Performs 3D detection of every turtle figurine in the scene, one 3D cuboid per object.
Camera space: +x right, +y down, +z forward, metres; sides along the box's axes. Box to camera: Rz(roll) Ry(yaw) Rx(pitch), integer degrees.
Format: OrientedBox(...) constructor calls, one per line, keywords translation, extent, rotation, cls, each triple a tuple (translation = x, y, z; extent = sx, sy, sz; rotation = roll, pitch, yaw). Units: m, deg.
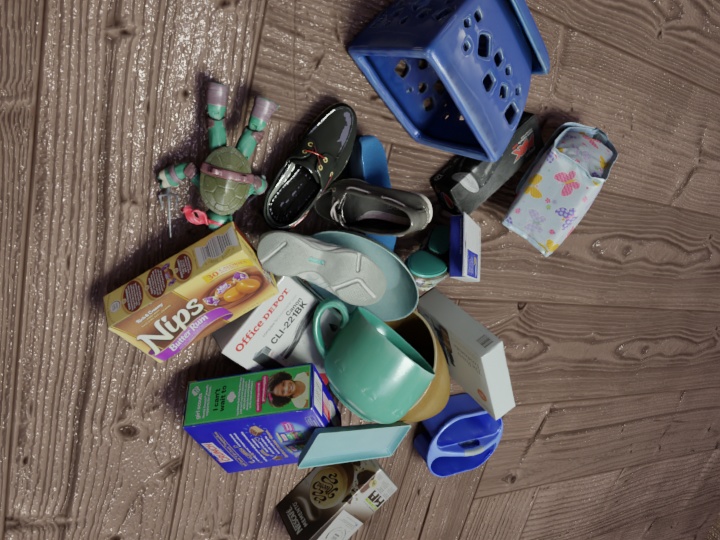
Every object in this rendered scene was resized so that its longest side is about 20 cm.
OrientedBox(translation=(-0.174, -0.127, 0.764), extent=(0.146, 0.100, 0.206), rotation=(10, 101, -36), cls="turtle figurine")

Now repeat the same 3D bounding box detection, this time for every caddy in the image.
OrientedBox(translation=(0.204, 0.340, 1.210), extent=(0.194, 0.105, 0.146), rotation=(-3, 115, -31), cls="caddy")

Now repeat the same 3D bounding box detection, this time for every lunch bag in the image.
OrientedBox(translation=(0.348, -0.151, 1.030), extent=(0.199, 0.126, 0.172), rotation=(-39, 162, -47), cls="lunch bag")

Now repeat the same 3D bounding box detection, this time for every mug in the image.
OrientedBox(translation=(0.008, 0.138, 0.877), extent=(0.116, 0.184, 0.152), rotation=(-51, 153, 4), cls="mug")

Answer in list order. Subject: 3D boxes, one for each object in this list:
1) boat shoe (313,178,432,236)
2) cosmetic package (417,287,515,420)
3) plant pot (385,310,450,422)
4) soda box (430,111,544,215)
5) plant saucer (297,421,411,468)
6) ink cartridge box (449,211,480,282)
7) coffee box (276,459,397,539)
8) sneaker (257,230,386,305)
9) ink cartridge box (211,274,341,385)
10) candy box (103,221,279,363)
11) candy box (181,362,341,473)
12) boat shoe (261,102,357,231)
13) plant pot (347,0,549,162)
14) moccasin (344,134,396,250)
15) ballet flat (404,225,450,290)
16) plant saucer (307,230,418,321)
OrientedBox(translation=(0.004, -0.087, 0.828), extent=(0.057, 0.195, 0.069), rotation=(-34, 126, -51), cls="boat shoe")
OrientedBox(translation=(0.182, 0.143, 1.045), extent=(0.051, 0.200, 0.154), rotation=(-31, 125, -13), cls="cosmetic package")
OrientedBox(translation=(0.081, 0.186, 1.035), extent=(0.188, 0.186, 0.200), rotation=(-49, 143, -1), cls="plant pot")
OrientedBox(translation=(0.215, -0.182, 0.999), extent=(0.199, 0.063, 0.071), rotation=(-42, 128, -9), cls="soda box")
OrientedBox(translation=(-0.007, 0.257, 0.887), extent=(0.196, 0.019, 0.071), rotation=(9, 119, -45), cls="plant saucer")
OrientedBox(translation=(0.171, -0.034, 0.972), extent=(0.199, 0.036, 0.098), rotation=(12, 79, -73), cls="ink cartridge box")
OrientedBox(translation=(-0.045, 0.417, 1.087), extent=(0.199, 0.113, 0.080), rotation=(-43, 128, -8), cls="coffee box")
OrientedBox(translation=(-0.052, -0.013, 0.828), extent=(0.195, 0.080, 0.072), rotation=(23, 98, -19), cls="sneaker")
OrientedBox(translation=(-0.113, 0.094, 0.909), extent=(0.145, 0.084, 0.200), rotation=(-49, 128, -2), cls="ink cartridge box")
OrientedBox(translation=(-0.219, 0.032, 0.781), extent=(0.196, 0.057, 0.117), rotation=(-30, 145, 1), cls="candy box")
OrientedBox(translation=(-0.139, 0.224, 0.885), extent=(0.193, 0.079, 0.171), rotation=(-11, 139, 8), cls="candy box")
OrientedBox(translation=(-0.066, -0.142, 0.820), extent=(0.073, 0.063, 0.204), rotation=(35, 91, -9), cls="boat shoe")
OrientedBox(translation=(0.132, -0.294, 0.814), extent=(0.181, 0.199, 0.200), rotation=(-51, 127, -7), cls="plant pot")
OrientedBox(translation=(0.013, -0.107, 0.908), extent=(0.079, 0.067, 0.207), rotation=(-20, 117, -36), cls="moccasin")
OrientedBox(translation=(0.114, -0.006, 0.968), extent=(0.200, 0.070, 0.074), rotation=(-48, 143, -57), cls="ballet flat")
OrientedBox(translation=(0.000, 0.000, 0.896), extent=(0.203, 0.196, 0.039), rotation=(56, 45, -36), cls="plant saucer")
